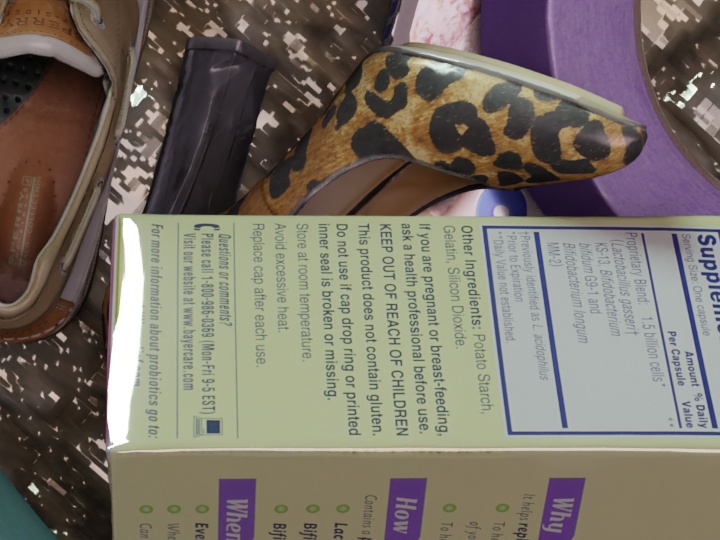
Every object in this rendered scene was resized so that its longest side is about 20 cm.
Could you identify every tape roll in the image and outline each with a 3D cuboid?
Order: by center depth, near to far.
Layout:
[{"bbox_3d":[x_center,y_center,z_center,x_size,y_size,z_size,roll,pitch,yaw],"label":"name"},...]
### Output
[{"bbox_3d":[0.145,-0.085,0.788,0.199,0.066,0.201,0,90,-17],"label":"tape roll"}]

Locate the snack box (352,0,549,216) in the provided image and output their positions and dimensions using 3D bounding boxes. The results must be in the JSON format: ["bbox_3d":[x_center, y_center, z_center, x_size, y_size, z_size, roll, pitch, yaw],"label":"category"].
[{"bbox_3d":[0.044,-0.078,0.807,0.072,0.024,0.201,15,87,-10],"label":"snack box"}]

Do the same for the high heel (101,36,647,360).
[{"bbox_3d":[0.000,0.000,0.733,0.071,0.199,0.143,21,81,-48],"label":"high heel"}]

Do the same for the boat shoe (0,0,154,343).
[{"bbox_3d":[-0.106,-0.076,0.761,0.074,0.068,0.201,2,87,-7],"label":"boat shoe"}]

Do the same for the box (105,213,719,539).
[{"bbox_3d":[0.021,0.076,0.712,0.199,0.176,0.097,0,46,-4],"label":"box"}]

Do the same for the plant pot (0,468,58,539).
[{"bbox_3d":[-0.143,0.139,0.619,0.199,0.200,0.189,-22,97,-8],"label":"plant pot"}]
